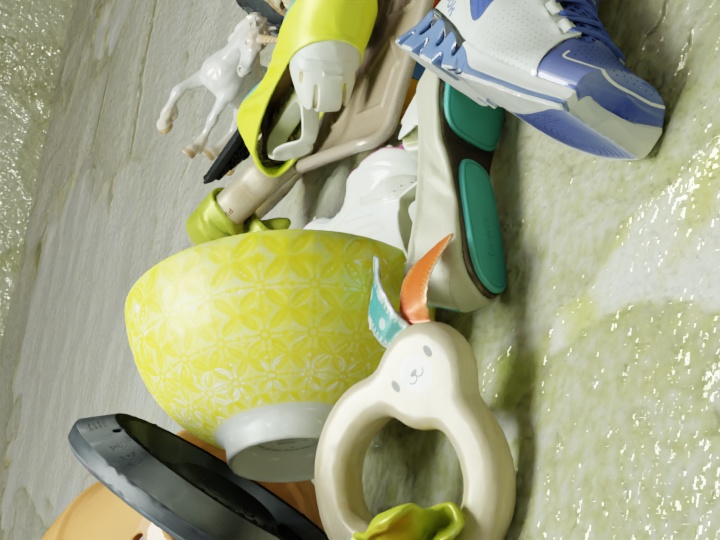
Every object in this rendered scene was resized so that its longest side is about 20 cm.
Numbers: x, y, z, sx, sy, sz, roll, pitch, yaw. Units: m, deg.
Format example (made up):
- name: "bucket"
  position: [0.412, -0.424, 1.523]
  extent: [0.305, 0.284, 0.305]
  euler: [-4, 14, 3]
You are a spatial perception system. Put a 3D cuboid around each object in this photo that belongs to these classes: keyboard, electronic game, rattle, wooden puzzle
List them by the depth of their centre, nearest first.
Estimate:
- name: "rattle"
  position: [0.004, 0.081, 0.885]
  extent: [0.130, 0.142, 0.202]
  euler: [7, 95, 49]
- name: "electronic game"
  position: [-0.086, 0.145, 0.974]
  extent: [0.042, 0.199, 0.200]
  euler: [-57, 20, 0]
- name: "wooden puzzle"
  position: [0.026, -0.162, 1.165]
  extent: [0.202, 0.046, 0.185]
  euler: [-69, 15, -8]
- name: "keyboard"
  position: [-0.059, -0.145, 1.318]
  extent: [0.127, 0.021, 0.200]
  euler: [-51, 4, -33]
- name: "rattle"
  position: [-0.048, -0.040, 1.331]
  extent: [0.131, 0.142, 0.200]
  euler: [-60, -5, 11]

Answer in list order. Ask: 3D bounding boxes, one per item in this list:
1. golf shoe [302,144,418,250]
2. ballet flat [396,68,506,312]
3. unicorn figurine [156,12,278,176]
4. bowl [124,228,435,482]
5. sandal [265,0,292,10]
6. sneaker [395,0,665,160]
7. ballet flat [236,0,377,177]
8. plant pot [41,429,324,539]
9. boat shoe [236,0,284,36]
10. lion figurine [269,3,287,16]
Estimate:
- name: "golf shoe"
  position: [0.000, 0.000, 1.116]
  extent: [0.200, 0.075, 0.092]
  euler: [126, 148, -51]
- name: "ballet flat"
  position: [0.050, -0.066, 1.002]
  extent: [0.069, 0.069, 0.202]
  euler: [132, 146, -55]
- name: "unicorn figurine"
  position: [-0.108, -0.156, 1.429]
  extent: [0.138, 0.074, 0.200]
  euler: [-52, -8, 7]
- name: "bowl"
  position: [-0.046, 0.068, 1.023]
  extent: [0.200, 0.198, 0.109]
  euler: [130, 140, -53]
- name: "sandal"
  position: [-0.067, -0.226, 1.203]
  extent: [0.078, 0.069, 0.212]
  euler: [99, 151, -42]
- name: "sneaker"
  position: [0.099, -0.141, 0.889]
  extent: [0.116, 0.080, 0.199]
  euler: [-59, 32, 4]
- name: "ballet flat"
  position: [-0.035, -0.129, 1.144]
  extent: [0.200, 0.066, 0.068]
  euler: [130, 137, -55]
- name: "plant pot"
  position: [-0.111, 0.200, 1.123]
  extent: [0.140, 0.198, 0.201]
  euler: [-54, 29, 36]
- name: "boat shoe"
  position: [-0.077, -0.237, 1.503]
  extent: [0.200, 0.071, 0.068]
  euler: [-141, 40, -75]
- name: "lion figurine"
  position: [-0.035, -0.259, 1.307]
  extent: [0.073, 0.121, 0.201]
  euler: [-104, 32, -53]
